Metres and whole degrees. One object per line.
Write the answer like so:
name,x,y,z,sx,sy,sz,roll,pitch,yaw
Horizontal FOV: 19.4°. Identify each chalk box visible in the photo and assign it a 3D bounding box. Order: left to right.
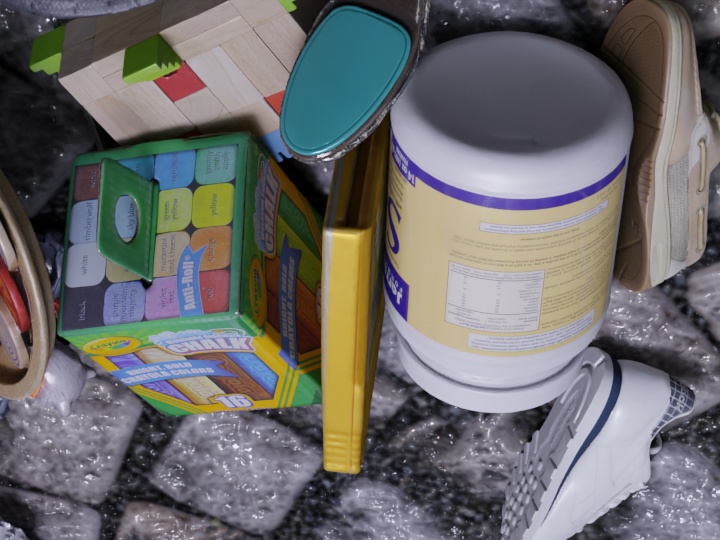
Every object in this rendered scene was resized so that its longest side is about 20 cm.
chalk box,-0.105,-0.003,1.299,0.123,0.126,0.200,-6,156,18

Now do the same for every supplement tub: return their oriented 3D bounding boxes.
supplement tub,0.086,-0.028,1.289,0.144,0.146,0.201,5,130,3

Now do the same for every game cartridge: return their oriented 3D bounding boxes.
game cartridge,0.000,0.000,1.305,0.032,0.177,0.201,3,130,5

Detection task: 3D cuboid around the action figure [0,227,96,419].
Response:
action figure,-0.277,0.055,1.439,0.192,0.105,0.201,21,127,4

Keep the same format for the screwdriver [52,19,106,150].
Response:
screwdriver,-0.170,-0.080,1.363,0.029,0.028,0.201,11,134,38

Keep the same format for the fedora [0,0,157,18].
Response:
fedora,-0.136,-0.217,1.189,0.198,0.203,0.092,3,165,6

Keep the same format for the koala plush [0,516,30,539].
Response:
koala plush,-0.244,0.281,1.601,0.199,0.184,0.178,34,141,6

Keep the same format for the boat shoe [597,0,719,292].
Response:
boat shoe,0.187,-0.081,1.291,0.064,0.072,0.202,-20,128,-23

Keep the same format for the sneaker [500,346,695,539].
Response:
sneaker,0.158,0.143,1.470,0.080,0.077,0.201,14,131,-16

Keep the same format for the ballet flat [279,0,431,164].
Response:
ballet flat,0.017,-0.153,1.212,0.067,0.075,0.202,25,100,16

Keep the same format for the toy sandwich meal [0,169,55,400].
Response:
toy sandwich meal,-0.260,-0.001,1.275,0.205,0.070,0.207,35,138,39

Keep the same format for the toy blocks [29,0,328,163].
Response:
toy blocks,-0.082,-0.119,1.286,0.199,0.101,0.137,-21,135,24
